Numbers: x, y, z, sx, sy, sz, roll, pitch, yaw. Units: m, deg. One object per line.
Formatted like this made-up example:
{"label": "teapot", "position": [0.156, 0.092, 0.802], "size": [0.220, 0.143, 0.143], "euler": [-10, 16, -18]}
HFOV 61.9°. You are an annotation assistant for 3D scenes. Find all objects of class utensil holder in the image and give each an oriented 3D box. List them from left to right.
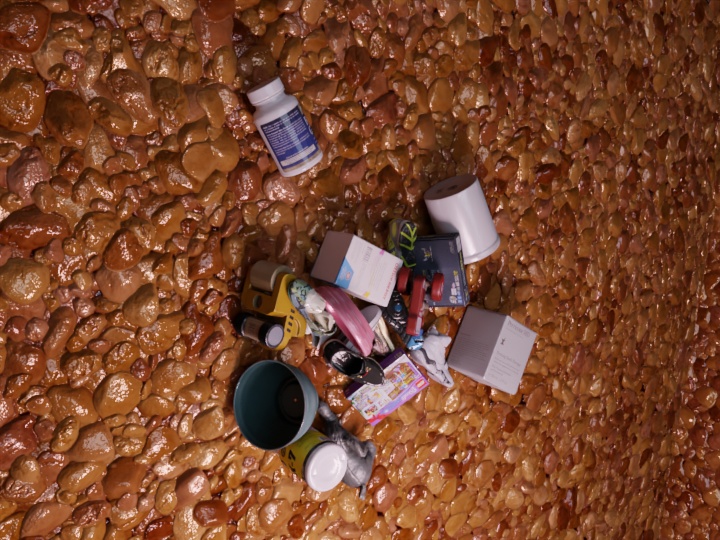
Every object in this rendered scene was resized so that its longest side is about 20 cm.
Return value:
{"label": "utensil holder", "position": [0.283, -0.145, 1.679], "size": [0.169, 0.169, 0.202], "euler": [-35, 115, -26]}

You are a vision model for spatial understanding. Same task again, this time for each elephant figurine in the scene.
{"label": "elephant figurine", "position": [-0.051, 0.460, 1.551], "size": [0.142, 0.154, 0.201], "euler": [-54, 132, -28]}

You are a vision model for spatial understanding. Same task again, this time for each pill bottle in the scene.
{"label": "pill bottle", "position": [-0.174, -0.324, 1.353], "size": [0.111, 0.111, 0.201], "euler": [-39, 118, -24]}
{"label": "pill bottle", "position": [-0.130, 0.441, 1.457], "size": [0.113, 0.199, 0.116], "euler": [-6, 101, -35]}

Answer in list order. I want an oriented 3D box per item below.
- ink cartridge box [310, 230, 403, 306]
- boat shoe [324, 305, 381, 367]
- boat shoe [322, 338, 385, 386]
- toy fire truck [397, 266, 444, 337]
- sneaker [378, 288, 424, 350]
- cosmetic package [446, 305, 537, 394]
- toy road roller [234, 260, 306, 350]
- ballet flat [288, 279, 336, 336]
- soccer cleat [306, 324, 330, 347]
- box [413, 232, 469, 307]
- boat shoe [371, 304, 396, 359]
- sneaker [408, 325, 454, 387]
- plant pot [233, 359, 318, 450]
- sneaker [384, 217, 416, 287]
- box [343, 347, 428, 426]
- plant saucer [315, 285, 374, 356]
{"label": "ink cartridge box", "position": [0.000, 0.000, 1.523], "size": [0.199, 0.125, 0.130], "euler": [27, 82, -36]}
{"label": "boat shoe", "position": [-0.008, 0.181, 1.566], "size": [0.201, 0.072, 0.066], "euler": [-51, 124, -3]}
{"label": "boat shoe", "position": [-0.010, 0.247, 1.523], "size": [0.201, 0.063, 0.074], "euler": [37, 97, -30]}
{"label": "toy fire truck", "position": [0.149, 0.087, 1.555], "size": [0.200, 0.111, 0.170], "euler": [39, 62, -78]}
{"label": "sneaker", "position": [0.102, 0.129, 1.659], "size": [0.073, 0.082, 0.201], "euler": [-29, 98, -2]}
{"label": "cosmetic package", "position": [0.396, 0.239, 1.825], "size": [0.167, 0.166, 0.202], "euler": [29, 80, -35]}
{"label": "toy road roller", "position": [-0.194, 0.086, 1.407], "size": [0.145, 0.122, 0.202], "euler": [11, 92, -51]}
{"label": "ballet flat", "position": [-0.102, 0.088, 1.388], "size": [0.074, 0.074, 0.201], "euler": [-52, 147, -17]}
{"label": "soccer cleat", "position": [-0.135, 0.108, 1.482], "size": [0.085, 0.068, 0.201], "euler": [-50, 127, -23]}
{"label": "box", "position": [0.208, 0.001, 1.655], "size": [0.051, 0.156, 0.202], "euler": [-38, 121, -56]}
{"label": "boat shoe", "position": [0.047, 0.193, 1.634], "size": [0.071, 0.072, 0.202], "euler": [-23, 115, -5]}
{"label": "sneaker", "position": [0.233, 0.254, 1.765], "size": [0.200, 0.075, 0.115], "euler": [45, 74, -29]}
{"label": "plant pot", "position": [-0.181, 0.313, 1.423], "size": [0.134, 0.199, 0.203], "euler": [14, 90, -62]}
{"label": "sneaker", "position": [0.105, -0.050, 1.629], "size": [0.075, 0.076, 0.202], "euler": [-13, 124, -35]}
{"label": "box", "position": [0.070, 0.318, 1.634], "size": [0.199, 0.039, 0.137], "euler": [-37, 120, 3]}
{"label": "plant saucer", "position": [-0.030, 0.113, 1.445], "size": [0.051, 0.200, 0.201], "euler": [-37, 118, -10]}
